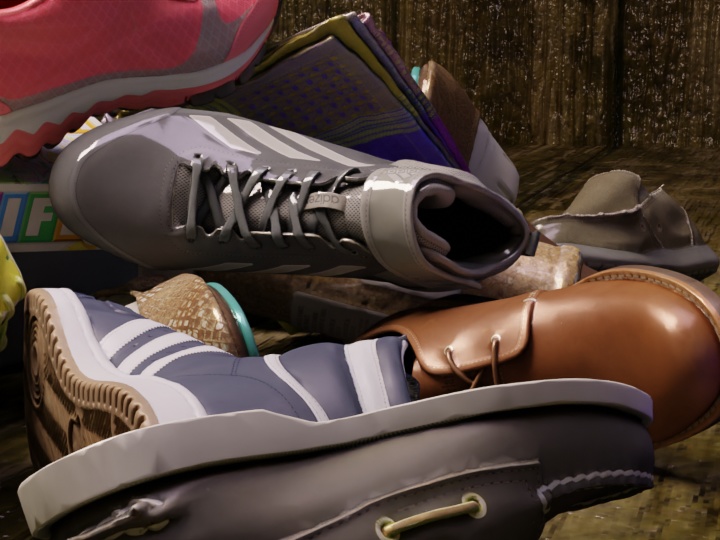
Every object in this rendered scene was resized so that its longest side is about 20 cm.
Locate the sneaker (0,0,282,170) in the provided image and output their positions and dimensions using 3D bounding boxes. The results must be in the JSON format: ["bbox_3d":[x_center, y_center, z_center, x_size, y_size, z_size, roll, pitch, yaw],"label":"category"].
[{"bbox_3d":[-0.107,-0.112,0.810,0.199,0.087,0.074,-28,48,-36],"label":"sneaker"}]

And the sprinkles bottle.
[{"bbox_3d":[0.000,0.000,0.882,0.198,0.069,0.068,13,8,4],"label":"sprinkles bottle"}]

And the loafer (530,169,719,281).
[{"bbox_3d":[0.131,-0.015,1.072,0.075,0.070,0.199,-32,-16,28],"label":"loafer"}]

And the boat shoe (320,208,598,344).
[{"bbox_3d":[0.080,0.007,0.947,0.200,0.076,0.075,-1,7,-12],"label":"boat shoe"}]

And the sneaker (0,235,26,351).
[{"bbox_3d":[-0.149,0.014,0.655,0.076,0.076,0.201,11,36,-29],"label":"sneaker"}]

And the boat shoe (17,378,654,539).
[{"bbox_3d":[0.006,0.070,0.516,0.200,0.061,0.072,-4,-21,-36],"label":"boat shoe"}]

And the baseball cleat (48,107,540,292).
[{"bbox_3d":[-0.023,-0.031,0.779,0.198,0.070,0.106,4,-3,-18],"label":"baseball cleat"}]

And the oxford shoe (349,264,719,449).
[{"bbox_3d":[0.063,0.041,0.737,0.071,0.072,0.199,-11,1,-37],"label":"oxford shoe"}]

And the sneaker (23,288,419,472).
[{"bbox_3d":[-0.048,0.047,0.649,0.108,0.071,0.200,-5,13,-22],"label":"sneaker"}]

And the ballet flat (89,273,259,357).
[{"bbox_3d":[-0.087,0.038,0.778,0.065,0.071,0.200,-11,1,-13],"label":"ballet flat"}]

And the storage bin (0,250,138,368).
[{"bbox_3d":[-0.203,-0.019,0.966,0.133,0.147,0.200,16,14,28],"label":"storage bin"}]

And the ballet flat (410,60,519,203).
[{"bbox_3d":[0.045,-0.035,1.030,0.072,0.201,0.068,16,52,1],"label":"ballet flat"}]

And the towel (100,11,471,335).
[{"bbox_3d":[-0.023,-0.043,0.944,0.143,0.023,0.200,-21,-40,16],"label":"towel"}]

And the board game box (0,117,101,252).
[{"bbox_3d":[-0.195,-0.069,0.863,0.134,0.034,0.200,-3,30,-41],"label":"board game box"}]
